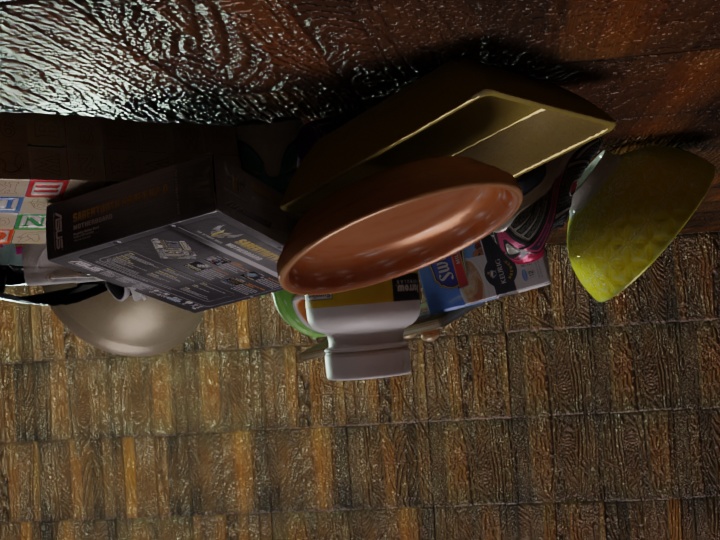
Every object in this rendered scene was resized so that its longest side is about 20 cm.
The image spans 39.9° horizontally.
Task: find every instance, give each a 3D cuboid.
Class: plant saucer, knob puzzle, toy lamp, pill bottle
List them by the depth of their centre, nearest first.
[{"bbox_3d":[0.064,-0.099,0.757,0.199,0.049,0.199,-26,164,36],"label":"plant saucer"},{"bbox_3d":[0.027,-0.036,0.768,0.199,0.038,0.200,-19,165,-5],"label":"plant saucer"},{"bbox_3d":[0.030,-0.105,0.872,0.199,0.059,0.058,-2,177,-40],"label":"toy lamp"},{"bbox_3d":[0.000,0.000,0.943,0.110,0.202,0.111,-5,178,0],"label":"pill bottle"},{"bbox_3d":[0.053,0.066,1.123,0.218,0.031,0.220,-18,-178,1],"label":"knob puzzle"}]

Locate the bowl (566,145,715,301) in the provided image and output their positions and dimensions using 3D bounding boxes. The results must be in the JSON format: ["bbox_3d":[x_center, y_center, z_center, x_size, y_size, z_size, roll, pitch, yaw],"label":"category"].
[{"bbox_3d":[0.296,-0.074,1.136,0.107,0.201,0.200,38,177,1],"label":"bowl"}]

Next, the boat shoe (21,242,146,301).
[{"bbox_3d":[-0.219,-0.006,0.922,0.072,0.069,0.199,3,178,39],"label":"boat shoe"}]

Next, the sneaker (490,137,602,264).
[{"bbox_3d":[0.170,-0.078,0.920,0.080,0.075,0.200,-17,-162,47],"label":"sneaker"}]

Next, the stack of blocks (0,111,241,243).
[{"bbox_3d":[-0.210,-0.071,0.819,0.199,0.059,0.115,-1,157,-27],"label":"stack of blocks"}]

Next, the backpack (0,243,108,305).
[{"bbox_3d":[-0.321,-0.042,0.956,0.199,0.128,0.166,5,-169,-45],"label":"backpack"}]

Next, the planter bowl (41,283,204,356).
[{"bbox_3d":[-0.245,-0.023,1.120,0.199,0.201,0.135,-2,150,-35],"label":"planter bowl"}]

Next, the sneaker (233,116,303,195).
[{"bbox_3d":[-0.092,-0.084,0.902,0.077,0.080,0.200,-3,178,-8],"label":"sneaker"}]

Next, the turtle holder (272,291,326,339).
[{"bbox_3d":[-0.017,-0.012,1.143,0.131,0.141,0.186,-12,-155,47],"label":"turtle holder"}]

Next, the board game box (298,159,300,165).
[{"bbox_3d":[0.017,-0.112,1.029,0.199,0.033,0.120,-3,-178,-27],"label":"board game box"}]

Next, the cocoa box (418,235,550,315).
[{"bbox_3d":[0.128,-0.042,1.085,0.130,0.134,0.200,-15,-176,12],"label":"cocoa box"}]

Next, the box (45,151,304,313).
[{"bbox_3d":[-0.131,-0.023,0.815,0.157,0.049,0.200,-15,160,23],"label":"box"}]
